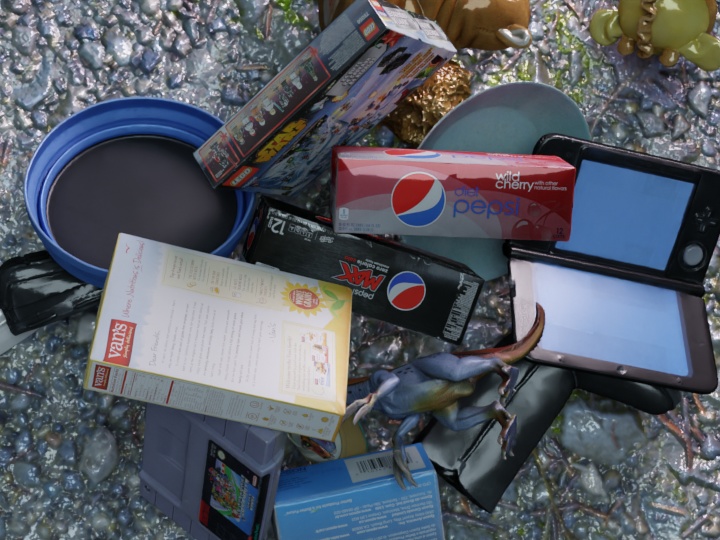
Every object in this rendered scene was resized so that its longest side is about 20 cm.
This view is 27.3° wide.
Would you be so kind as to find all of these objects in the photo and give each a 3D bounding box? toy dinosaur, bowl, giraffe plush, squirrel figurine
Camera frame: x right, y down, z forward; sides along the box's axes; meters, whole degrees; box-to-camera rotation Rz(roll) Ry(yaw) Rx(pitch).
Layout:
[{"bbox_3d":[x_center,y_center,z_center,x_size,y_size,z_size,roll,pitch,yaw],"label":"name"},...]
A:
[{"bbox_3d":[0.042,0.109,1.241,0.180,0.200,0.106,8,125,24],"label":"toy dinosaur"},{"bbox_3d":[-0.190,-0.065,1.286,0.198,0.040,0.202,3,52,-4],"label":"bowl"},{"bbox_3d":[0.299,-0.272,1.366,0.198,0.172,0.164,-2,109,-36],"label":"giraffe plush"},{"bbox_3d":[0.059,-0.213,1.348,0.184,0.141,0.203,7,96,-17],"label":"squirrel figurine"}]

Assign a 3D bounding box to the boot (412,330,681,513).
[{"bbox_3d":[0.167,0.135,1.332,0.164,0.066,0.200,39,74,11],"label":"boot"}]

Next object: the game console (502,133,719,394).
[{"bbox_3d":[0.237,-0.007,1.306,0.198,0.117,0.178,11,109,-16],"label":"game console"}]

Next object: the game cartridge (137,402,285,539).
[{"bbox_3d":[-0.125,0.160,1.220,0.129,0.201,0.038,38,52,21],"label":"game cartridge"}]

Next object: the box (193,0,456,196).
[{"bbox_3d":[-0.028,-0.139,1.228,0.200,0.137,0.040,-40,73,21],"label":"box"}]

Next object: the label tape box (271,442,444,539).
[{"bbox_3d":[0.002,0.264,1.292,0.142,0.066,0.202,-11,112,-8],"label":"label tape box"}]

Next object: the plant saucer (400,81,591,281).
[{"bbox_3d":[0.113,-0.084,1.329,0.199,0.039,0.203,-16,127,-22],"label":"plant saucer"}]

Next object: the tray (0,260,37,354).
[{"bbox_3d":[-0.380,-0.004,1.307,0.107,0.022,0.201,-35,88,-9],"label":"tray"}]

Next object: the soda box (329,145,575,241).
[{"bbox_3d":[0.074,-0.064,1.231,0.197,0.070,0.064,2,103,-6],"label":"soda box"}]

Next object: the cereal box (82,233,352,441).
[{"bbox_3d":[-0.107,0.051,1.161,0.198,0.040,0.145,13,42,-8],"label":"cereal box"}]

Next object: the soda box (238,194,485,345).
[{"bbox_3d":[0.000,0.000,1.265,0.198,0.071,0.064,19,97,-13],"label":"soda box"}]

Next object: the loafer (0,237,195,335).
[{"bbox_3d":[-0.219,0.009,1.308,0.198,0.068,0.071,-12,106,-13],"label":"loafer"}]

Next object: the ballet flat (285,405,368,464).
[{"bbox_3d":[-0.051,0.111,1.286,0.063,0.068,0.202,-43,116,-52],"label":"ballet flat"}]

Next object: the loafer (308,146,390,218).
[{"bbox_3d":[-0.021,-0.021,1.335,0.069,0.075,0.201,35,90,-17],"label":"loafer"}]
